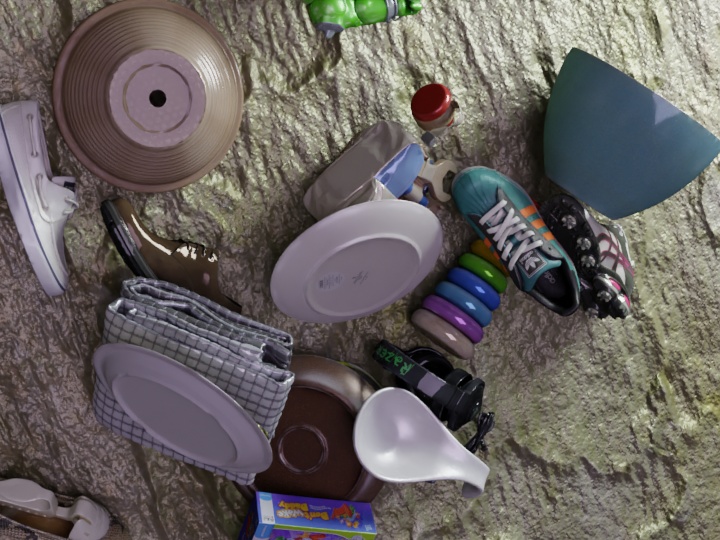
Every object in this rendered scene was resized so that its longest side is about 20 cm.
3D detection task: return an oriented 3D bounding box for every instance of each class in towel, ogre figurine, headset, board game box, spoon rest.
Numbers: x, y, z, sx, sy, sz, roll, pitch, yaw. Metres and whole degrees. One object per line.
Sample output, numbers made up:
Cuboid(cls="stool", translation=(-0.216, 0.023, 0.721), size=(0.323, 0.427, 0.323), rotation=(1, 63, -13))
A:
Cuboid(cls="towel", translation=(-0.170, 0.110, 1.180), size=(0.199, 0.086, 0.166), rotation=(20, 126, 2))
Cuboid(cls="ogre figurine", translation=(-0.033, -0.333, 1.190), size=(0.120, 0.098, 0.201), rotation=(-38, 120, -19))
Cuboid(cls="headset", translation=(0.087, 0.147, 1.302), size=(0.199, 0.123, 0.094), rotation=(31, 90, -39))
Cuboid(cls="board game box", translation=(-0.078, 0.337, 1.274), size=(0.133, 0.045, 0.201), rotation=(9, 124, -18))
Cuboid(cls="spoon rest", translation=(0.071, 0.197, 1.245), size=(0.199, 0.060, 0.100), rotation=(31, 68, -32))

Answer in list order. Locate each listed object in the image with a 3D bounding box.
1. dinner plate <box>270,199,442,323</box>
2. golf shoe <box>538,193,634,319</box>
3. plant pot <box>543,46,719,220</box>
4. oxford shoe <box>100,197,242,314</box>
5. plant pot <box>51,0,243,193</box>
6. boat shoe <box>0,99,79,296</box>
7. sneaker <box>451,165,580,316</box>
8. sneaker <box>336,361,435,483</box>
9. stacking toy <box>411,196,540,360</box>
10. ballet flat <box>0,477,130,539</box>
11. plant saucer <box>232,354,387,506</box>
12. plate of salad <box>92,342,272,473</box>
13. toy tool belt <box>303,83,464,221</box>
Cuboid(cls="dinner plate", translation=(0.000, 0.000, 1.231), size=(0.199, 0.024, 0.201), rotation=(-15, 144, -11))
Cuboid(cls="golf shoe", translation=(0.265, -0.030, 1.331), size=(0.200, 0.077, 0.088), rotation=(55, 52, -39))
Cuboid(cls="plant pot", translation=(0.282, -0.137, 1.273), size=(0.199, 0.200, 0.135), rotation=(29, 101, -19))
Cuboid(cls="oxford shoe", translation=(-0.199, -0.011, 1.213), size=(0.084, 0.073, 0.200), rotation=(-42, 120, -9))
Cuboid(cls="plant pot", translation=(-0.213, -0.177, 1.165), size=(0.199, 0.093, 0.203), rotation=(-3, 100, -15))
Cuboid(cls="boat shoe", translation=(-0.322, -0.076, 1.164), size=(0.069, 0.071, 0.202), rotation=(-17, 98, -10))
Cuboid(cls="sneaker", translation=(0.176, -0.030, 1.235), size=(0.071, 0.080, 0.200), rotation=(-40, 112, 14))
Cuboid(cls="sneaker", translation=(0.023, 0.174, 1.302), size=(0.200, 0.081, 0.074), rotation=(36, 87, -19))
Cuboid(cls="stacking toy", translation=(0.146, 0.001, 1.313), size=(0.085, 0.085, 0.201), rotation=(37, 84, -19))
Cuboid(cls="ballet flat", translation=(-0.332, 0.259, 1.212), size=(0.199, 0.068, 0.075), rotation=(21, 131, -17))
Cuboid(cls="plant saucer", translation=(-0.063, 0.195, 1.266), size=(0.198, 0.032, 0.202), rotation=(1, 99, 9))
Cuboid(cls="plate of salad", translation=(-0.167, 0.127, 1.096), size=(0.200, 0.200, 0.048), rotation=(43, 56, -18))
Cuboid(cls="toy tool belt", translation=(0.042, -0.100, 1.255), size=(0.200, 0.125, 0.123), rotation=(-44, 140, -2))
